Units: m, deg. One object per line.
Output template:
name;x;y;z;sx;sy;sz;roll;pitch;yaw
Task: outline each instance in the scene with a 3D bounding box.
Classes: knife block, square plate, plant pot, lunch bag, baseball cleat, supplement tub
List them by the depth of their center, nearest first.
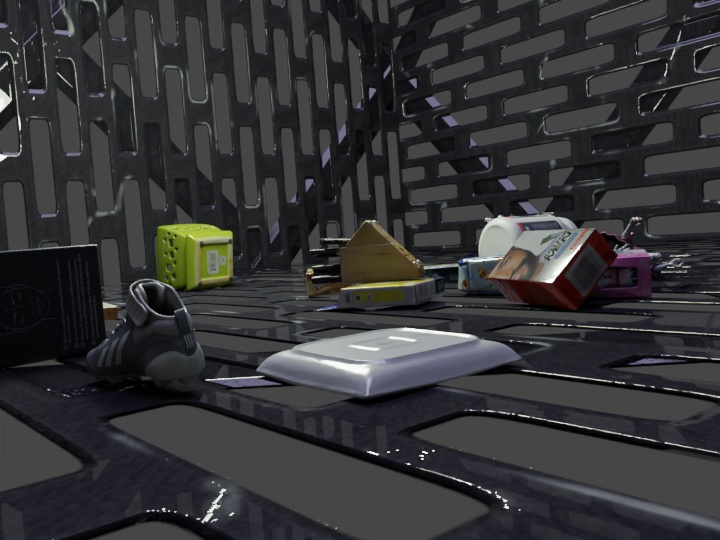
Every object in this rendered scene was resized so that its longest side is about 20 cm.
square plate;0.023;0.085;0.716;0.195;0.029;0.198;-7;5;-36
baseball cleat;-0.223;0.063;0.734;0.197;0.109;0.069;-4;7;41
knife block;0.000;0.000;1.388;0.199;0.176;0.064;41;14;9
lunch bag;0.292;0.004;1.398;0.158;0.077;0.198;-4;3;-44
supplement tub;0.370;-0.049;1.573;0.197;0.144;0.140;-5;3;-30
plant pot;-0.509;-0.038;2.263;0.179;0.205;0.197;9;11;43

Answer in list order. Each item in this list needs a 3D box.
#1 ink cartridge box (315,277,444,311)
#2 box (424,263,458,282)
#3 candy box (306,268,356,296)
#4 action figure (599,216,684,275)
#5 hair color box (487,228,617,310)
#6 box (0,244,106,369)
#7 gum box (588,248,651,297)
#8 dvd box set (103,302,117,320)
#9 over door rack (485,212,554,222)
ink cartridge box;0.041;0.041;1.360;0.196;0.048;0.197;-1;4;21
box;0.180;0.009;1.783;0.195;0.039;0.137;-5;3;0
candy box;-0.071;0.023;1.718;0.113;0.057;0.200;-5;4;-3
action figure;0.556;-0.017;1.482;0.198;0.135;0.149;10;-51;-44
hair color box;0.297;-0.005;1.138;0.111;0.064;0.200;-49;13;-11
box;-0.465;0.048;0.981;0.106;0.152;0.198;-2;3;44
gum box;0.428;0.004;1.221;0.111;0.068;0.200;-3;4;19
dvd box set;-0.612;0.092;1.472;0.197;0.030;0.145;-6;4;-33
over door rack;0.367;-0.056;1.693;0.197;0.151;0.066;-7;9;-32
